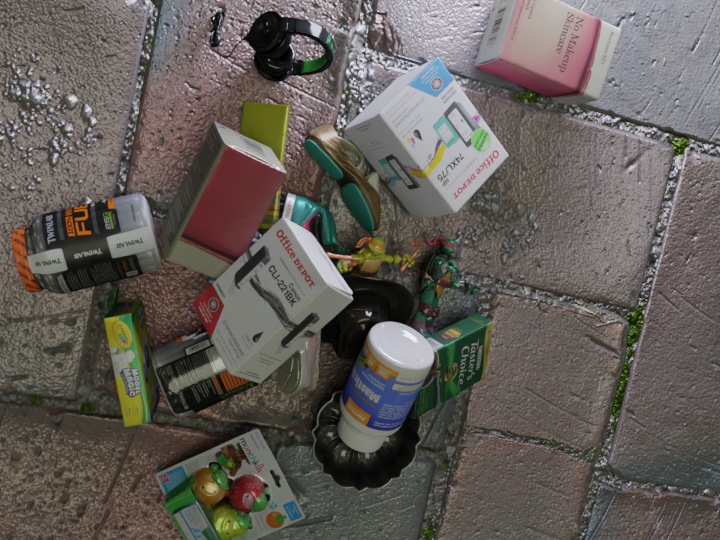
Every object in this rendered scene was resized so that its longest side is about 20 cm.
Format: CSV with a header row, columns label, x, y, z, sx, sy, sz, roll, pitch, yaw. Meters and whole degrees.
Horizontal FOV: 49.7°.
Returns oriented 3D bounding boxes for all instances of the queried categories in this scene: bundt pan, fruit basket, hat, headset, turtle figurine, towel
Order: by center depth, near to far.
label,x,y,z,sx,sy,sz,roll,pitch,yaw
headset,-0.139,-0.364,1.223,0.197,0.124,0.095,3,72,3
towel,-0.162,-0.170,1.267,0.085,0.018,0.203,9,97,19
hat,-0.005,0.095,1.278,0.198,0.201,0.082,7,52,-15
turtle figurine,0.000,0.000,1.293,0.198,0.065,0.162,-9,138,-38
fruit basket,-0.219,0.384,1.303,0.198,0.094,0.187,-23,104,10
turtle figurine,0.146,0.021,1.357,0.149,0.100,0.202,17,97,-55
bundt pan,0.004,0.280,1.366,0.199,0.076,0.205,-2,98,-14

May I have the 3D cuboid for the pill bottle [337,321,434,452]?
label,x,y,z,sx,sy,sz,roll,pitch,yaw
pill bottle,0.032,0.191,1.236,0.111,0.113,0.202,14,121,-16

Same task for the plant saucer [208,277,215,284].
label,x,y,z,sx,sy,sz,roll,pitch,yaw
plant saucer,-0.163,0.022,1.245,0.019,0.199,0.071,17,95,-55

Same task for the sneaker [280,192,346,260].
label,x,y,z,sx,sy,sz,roll,pitch,yaw
sneaker,-0.085,-0.019,1.297,0.119,0.084,0.203,10,91,-7

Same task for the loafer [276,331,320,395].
label,x,y,z,sx,sy,sz,roll,pitch,yaw
loafer,-0.092,0.096,1.234,0.063,0.071,0.203,15,78,-55

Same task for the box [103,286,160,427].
label,x,y,z,sx,sy,sz,roll,pitch,yaw
box,-0.361,0.130,1.229,0.048,0.117,0.203,-11,101,-6

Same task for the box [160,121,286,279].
label,x,y,z,sx,sy,sz,roll,pitch,yaw
box,-0.214,-0.105,1.197,0.108,0.128,0.201,23,106,-27

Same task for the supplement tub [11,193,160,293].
label,x,y,z,sx,sy,sz,roll,pitch,yaw
supplement tub,-0.413,-0.038,1.181,0.198,0.122,0.124,-15,102,-12

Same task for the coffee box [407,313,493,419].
label,x,y,z,sx,sy,sz,roll,pitch,yaw
coffee box,0.149,0.161,1.341,0.199,0.044,0.124,-19,123,-42

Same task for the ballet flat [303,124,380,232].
label,x,y,z,sx,sy,sz,roll,pitch,yaw
ballet flat,-0.013,-0.162,1.311,0.072,0.068,0.201,-44,103,-25

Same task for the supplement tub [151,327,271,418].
label,x,y,z,sx,sy,sz,roll,pitch,yaw
supplement tub,-0.227,0.146,1.264,0.198,0.122,0.124,-23,103,-11

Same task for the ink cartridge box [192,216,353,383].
label,x,y,z,sx,sy,sz,roll,pitch,yaw
ink cartridge box,-0.131,0.044,1.153,0.200,0.145,0.084,-42,150,9

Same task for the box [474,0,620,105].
label,x,y,z,sx,sy,sz,roll,pitch,yaw
box,0.317,-0.379,1.324,0.198,0.109,0.129,17,93,-16

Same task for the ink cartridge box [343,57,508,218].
label,x,y,z,sx,sy,sz,roll,pitch,yaw
ink cartridge box,0.107,-0.209,1.273,0.147,0.146,0.200,-46,107,-17
